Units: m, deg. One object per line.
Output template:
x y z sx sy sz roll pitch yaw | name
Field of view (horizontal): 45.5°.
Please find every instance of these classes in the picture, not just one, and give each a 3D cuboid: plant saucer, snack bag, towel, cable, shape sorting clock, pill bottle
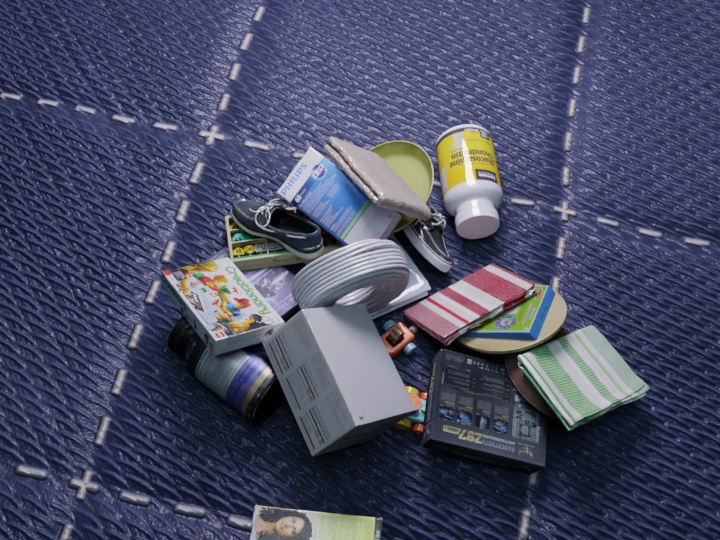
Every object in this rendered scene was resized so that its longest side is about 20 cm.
0.339 0.163 1.437 0.199 0.032 0.201 14 44 -13 | plant saucer
0.000 0.000 1.563 0.188 0.021 0.200 -24 61 -16 | snack bag
0.051 -0.146 1.586 0.199 0.031 0.201 -15 59 26 | plant saucer
0.363 0.170 1.403 0.199 0.023 0.153 -15 56 -35 | towel
0.027 -0.160 1.502 0.132 0.035 0.200 12 30 -44 | towel
-0.015 0.021 1.420 0.199 0.200 0.070 -17 70 -17 | cable
0.254 0.081 1.473 0.199 0.039 0.200 -16 27 8 | shape sorting clock
-0.217 0.151 1.417 0.199 0.112 0.112 34 65 16 | pill bottle
0.190 0.056 1.497 0.199 0.023 0.144 -28 27 -17 | towel
0.206 -0.165 1.611 0.111 0.112 0.201 -4 61 -4 | pill bottle

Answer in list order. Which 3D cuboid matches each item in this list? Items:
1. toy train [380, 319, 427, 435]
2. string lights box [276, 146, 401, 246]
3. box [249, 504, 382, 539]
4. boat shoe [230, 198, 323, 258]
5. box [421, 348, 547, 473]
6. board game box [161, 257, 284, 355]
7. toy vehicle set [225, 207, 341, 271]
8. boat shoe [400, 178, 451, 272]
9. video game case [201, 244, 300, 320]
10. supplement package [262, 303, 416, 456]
0.077 0.175 1.447 0.150 0.056 0.200 -32 66 -18 | toy train
-0.037 -0.116 1.516 0.200 0.059 0.103 38 92 11 | string lights box
-0.068 0.410 1.313 0.199 0.050 0.076 5 60 0 | box
-0.151 -0.087 1.526 0.199 0.062 0.075 31 52 27 | boat shoe
0.206 0.230 1.401 0.199 0.051 0.159 14 60 -9 | box
-0.229 0.055 1.413 0.126 0.035 0.200 -14 41 -34 | board game box
-0.142 -0.062 1.565 0.199 0.027 0.125 -8 45 -9 | toy vehicle set
0.120 -0.088 1.579 0.068 0.073 0.200 -42 55 19 | boat shoe
-0.196 0.027 1.506 0.200 0.019 0.143 34 53 28 | video game case
-0.033 0.168 1.362 0.155 0.111 0.201 -3 61 -51 | supplement package
